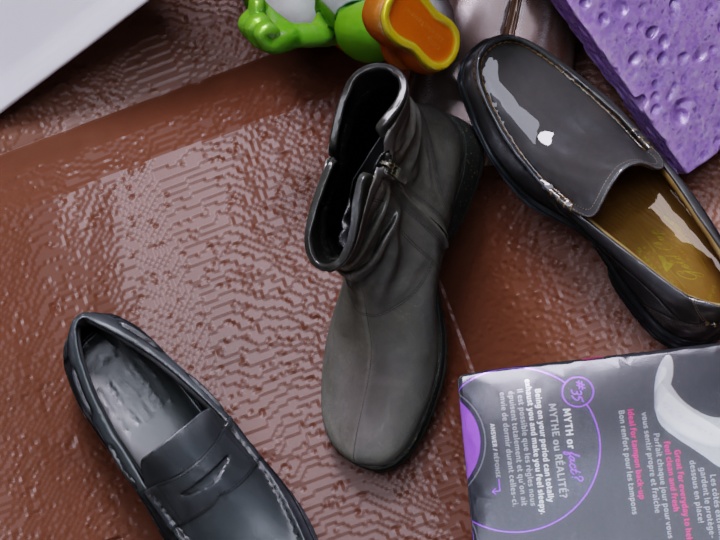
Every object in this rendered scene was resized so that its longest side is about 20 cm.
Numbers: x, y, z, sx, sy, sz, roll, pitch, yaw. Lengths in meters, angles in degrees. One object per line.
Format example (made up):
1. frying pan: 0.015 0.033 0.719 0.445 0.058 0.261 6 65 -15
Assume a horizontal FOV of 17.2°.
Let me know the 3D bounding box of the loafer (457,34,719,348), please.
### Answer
1. loafer: 0.130 -0.048 1.228 0.073 0.072 0.200 -44 88 -12

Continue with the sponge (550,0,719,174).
1. sponge: 0.156 -0.162 1.261 0.111 0.030 0.200 -38 100 -8

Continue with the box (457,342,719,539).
1. box: 0.154 0.111 1.177 0.199 0.106 0.123 -7 69 5

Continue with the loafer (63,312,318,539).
1. loafer: -0.089 0.102 1.233 0.068 0.070 0.201 -39 71 -6

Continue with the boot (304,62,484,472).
1. boot: 0.000 0.000 1.209 0.067 0.131 0.201 11 88 23

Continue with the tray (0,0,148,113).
1. tray: -0.167 -0.174 1.320 0.200 0.022 0.108 -32 84 28

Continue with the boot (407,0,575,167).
1. boot: 0.123 -0.140 1.298 0.186 0.064 0.201 8 75 10

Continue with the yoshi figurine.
1. yoshi figurine: -0.018 -0.164 1.256 0.112 0.200 0.113 -7 101 -31
